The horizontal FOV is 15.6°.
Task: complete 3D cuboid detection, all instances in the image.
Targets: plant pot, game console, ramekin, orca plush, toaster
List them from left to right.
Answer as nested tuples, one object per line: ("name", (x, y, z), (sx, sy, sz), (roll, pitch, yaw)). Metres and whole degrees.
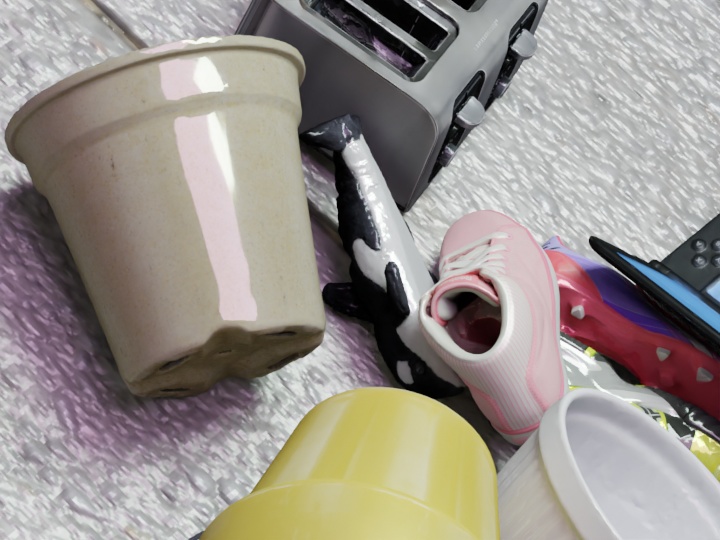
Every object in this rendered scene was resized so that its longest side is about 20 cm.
("plant pot", (-0.109, -0.024, 1.676), (0.200, 0.200, 0.184), (-9, 74, -25))
("orca plush", (0.000, 0.000, 1.755), (0.200, 0.071, 0.105), (64, 14, -10))
("plant pot", (0.003, 0.175, 1.530), (0.200, 0.201, 0.189), (25, 39, -4))
("toaster", (0.015, -0.171, 1.846), (0.200, 0.119, 0.181), (36, 53, 4))
("ramekin", (0.159, 0.182, 1.639), (0.200, 0.105, 0.200), (38, 24, -20))
("game console", (0.282, 0.015, 1.776), (0.176, 0.116, 0.200), (-37, 57, -20))

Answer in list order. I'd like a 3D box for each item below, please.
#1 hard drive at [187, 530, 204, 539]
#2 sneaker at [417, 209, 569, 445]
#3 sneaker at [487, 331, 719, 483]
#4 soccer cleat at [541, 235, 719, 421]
("hard drive", (0.000, 0.203, 1.645), (0.200, 0.042, 0.135), (-12, 63, -26))
("sneaker", (0.081, 0.012, 1.726), (0.105, 0.075, 0.200), (50, 19, -41))
("sneaker", (0.174, 0.116, 1.756), (0.200, 0.075, 0.076), (27, 60, 11))
("soccer cleat", (0.199, 0.045, 1.812), (0.200, 0.067, 0.077), (30, 42, 0))
